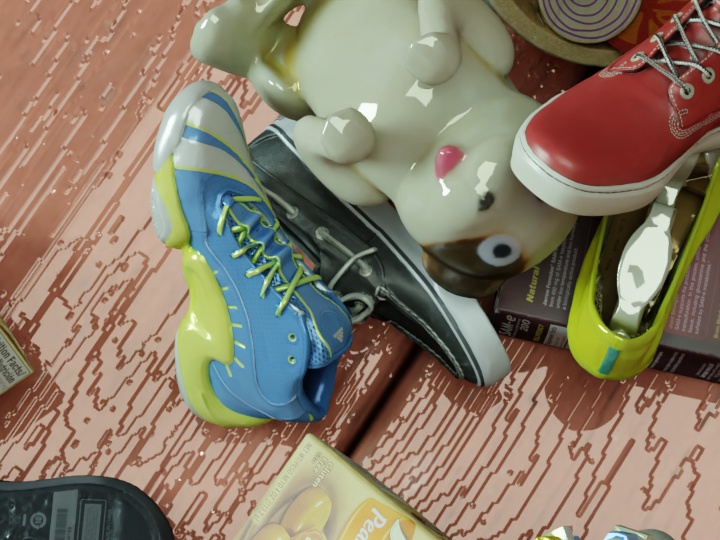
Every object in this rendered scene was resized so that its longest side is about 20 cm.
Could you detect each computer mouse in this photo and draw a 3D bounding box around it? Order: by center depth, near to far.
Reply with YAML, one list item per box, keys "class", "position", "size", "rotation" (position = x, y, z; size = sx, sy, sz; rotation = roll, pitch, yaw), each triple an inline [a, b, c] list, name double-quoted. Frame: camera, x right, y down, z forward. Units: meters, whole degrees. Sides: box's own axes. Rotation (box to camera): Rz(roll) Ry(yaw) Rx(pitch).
- class: "computer mouse"
  position: [-0.191, 0.152, 1.137]
  size: [0.198, 0.053, 0.140]
  rotation: [6, 75, 13]

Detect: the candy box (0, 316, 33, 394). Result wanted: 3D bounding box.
- class: "candy box"
  position: [-0.293, 0.062, 1.132]
  size: [0.199, 0.057, 0.117]
  rotation: [-35, 52, -8]

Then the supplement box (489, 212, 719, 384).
- class: "supplement box"
  position: [0.179, 0.000, 1.157]
  size: [0.198, 0.061, 0.110]
  rotation: [13, 76, 3]

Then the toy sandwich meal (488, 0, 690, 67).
- class: "toy sandwich meal"
  position: [0.146, -0.190, 1.066]
  size: [0.204, 0.070, 0.207]
  rotation: [-6, 119, -11]

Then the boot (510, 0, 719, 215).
- class: "boot"
  position: [0.160, -0.113, 1.008]
  size: [0.072, 0.145, 0.199]
  rotation: [43, 45, 20]

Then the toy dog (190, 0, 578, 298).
- class: "toy dog"
  position: [0.031, -0.078, 1.102]
  size: [0.139, 0.194, 0.200]
  rotation: [-40, 65, 0]

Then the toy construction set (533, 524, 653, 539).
- class: "toy construction set"
  position: [0.099, 0.238, 1.070]
  size: [0.131, 0.092, 0.201]
  rotation: [-18, 59, 34]

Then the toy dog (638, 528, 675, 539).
- class: "toy dog"
  position: [0.218, 0.218, 1.088]
  size: [0.199, 0.096, 0.133]
  rotation: [20, 78, 5]

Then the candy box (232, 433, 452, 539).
- class: "candy box"
  position: [0.011, 0.185, 1.062]
  size: [0.200, 0.055, 0.116]
  rotation: [35, 90, 43]

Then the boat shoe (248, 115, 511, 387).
- class: "boat shoe"
  position: [0.000, -0.001, 1.153]
  size: [0.068, 0.074, 0.200]
  rotation: [-39, 79, -12]

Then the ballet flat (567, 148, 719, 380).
- class: "ballet flat"
  position: [0.161, -0.038, 1.101]
  size: [0.066, 0.067, 0.201]
  rotation: [18, 74, 5]

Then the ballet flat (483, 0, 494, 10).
- class: "ballet flat"
  position: [0.033, -0.243, 1.214]
  size: [0.067, 0.064, 0.201]
  rotation: [-28, 78, -7]

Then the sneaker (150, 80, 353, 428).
- class: "sneaker"
  position: [-0.049, -0.004, 1.108]
  size: [0.104, 0.201, 0.076]
  rotation: [11, 33, 26]
